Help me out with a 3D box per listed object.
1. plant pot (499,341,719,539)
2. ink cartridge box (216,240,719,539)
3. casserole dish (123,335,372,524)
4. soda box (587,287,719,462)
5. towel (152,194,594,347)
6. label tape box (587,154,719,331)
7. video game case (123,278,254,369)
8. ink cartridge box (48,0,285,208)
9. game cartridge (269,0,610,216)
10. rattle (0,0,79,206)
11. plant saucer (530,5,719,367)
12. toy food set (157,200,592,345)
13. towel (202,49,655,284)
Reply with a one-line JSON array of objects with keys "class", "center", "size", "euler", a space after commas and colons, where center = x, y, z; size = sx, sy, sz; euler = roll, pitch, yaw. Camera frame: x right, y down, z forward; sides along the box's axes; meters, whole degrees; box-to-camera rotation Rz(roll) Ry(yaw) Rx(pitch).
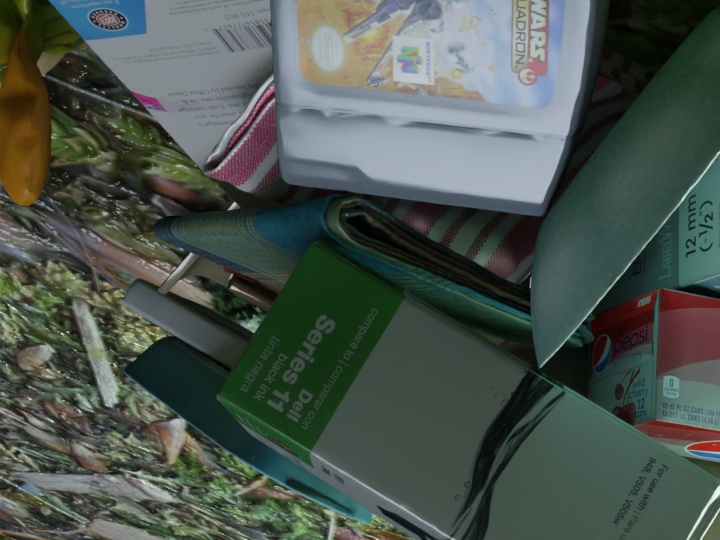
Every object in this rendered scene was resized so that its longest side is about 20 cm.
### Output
[{"class": "plant pot", "center": [0.145, 0.121, 0.937], "size": [0.200, 0.188, 0.187], "euler": [32, 152, -15]}, {"class": "ink cartridge box", "center": [0.047, 0.083, 0.794], "size": [0.200, 0.083, 0.147], "euler": [31, 171, 8]}, {"class": "casserole dish", "center": [-0.061, 0.089, 1.074], "size": [0.121, 0.039, 0.200], "euler": [31, 179, -37]}, {"class": "soda box", "center": [0.210, 0.060, 0.854], "size": [0.200, 0.064, 0.070], "euler": [10, 163, -20]}, {"class": "towel", "center": [0.000, 0.000, 0.857], "size": [0.146, 0.022, 0.200], "euler": [24, 169, -26]}, {"class": "label tape box", "center": [0.204, -0.004, 0.864], "size": [0.143, 0.066, 0.200], "euler": [14, 161, -29]}, {"class": "video game case", "center": [-0.038, 0.070, 1.133], "size": [0.200, 0.022, 0.182], "euler": [30, 179, 13]}, {"class": "ink cartridge box", "center": [-0.044, -0.103, 0.848], "size": [0.115, 0.068, 0.200], "euler": [-3, 148, 29]}, {"class": "game cartridge", "center": [0.030, -0.118, 0.697], "size": [0.133, 0.042, 0.200], "euler": [10, 120, 20]}, {"class": "rattle", "center": [-0.234, -0.126, 0.852], "size": [0.200, 0.143, 0.130], "euler": [32, 149, -29]}, {"class": "plant saucer", "center": [0.122, -0.050, 0.728], "size": [0.039, 0.201, 0.201], "euler": [39, 155, 6]}, {"class": "toy food set", "center": [0.007, 0.014, 1.000], "size": [0.200, 0.060, 0.144], "euler": [31, 129, -16]}, {"class": "towel", "center": [0.047, -0.058, 0.823], "size": [0.200, 0.030, 0.146], "euler": [21, 131, -35]}]
